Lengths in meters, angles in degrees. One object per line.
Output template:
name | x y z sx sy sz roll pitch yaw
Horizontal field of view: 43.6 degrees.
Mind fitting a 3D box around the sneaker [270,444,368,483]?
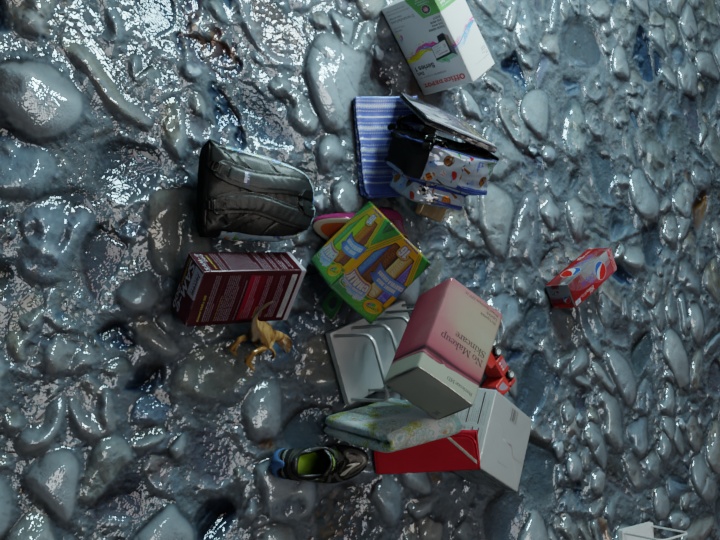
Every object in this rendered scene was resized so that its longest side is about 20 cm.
sneaker | -0.062 0.346 1.594 0.199 0.083 0.071 9 81 -40

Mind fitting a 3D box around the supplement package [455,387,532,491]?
supplement package | 0.246 0.337 1.810 0.200 0.111 0.156 41 60 -49

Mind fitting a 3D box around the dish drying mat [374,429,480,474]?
dish drying mat | 0.123 0.342 1.697 0.018 0.200 0.077 -11 95 -78

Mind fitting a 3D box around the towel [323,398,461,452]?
towel | 0.055 0.281 1.624 0.171 0.200 0.048 -10 98 -39

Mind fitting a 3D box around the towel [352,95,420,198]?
towel | 0.059 -0.242 1.759 0.145 0.024 0.200 -6 90 -25

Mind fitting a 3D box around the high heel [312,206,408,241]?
high heel | -0.008 -0.093 1.712 0.200 0.067 0.096 10 36 -29

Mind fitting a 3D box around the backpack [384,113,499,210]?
backpack | 0.154 -0.193 1.692 0.190 0.200 0.154 5 111 -19

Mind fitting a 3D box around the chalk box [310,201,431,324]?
chalk box | 0.000 0.000 1.623 0.200 0.125 0.124 -44 121 2

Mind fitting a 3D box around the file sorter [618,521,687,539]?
file sorter | 0.729 0.738 2.218 0.139 0.124 0.200 3 84 -41

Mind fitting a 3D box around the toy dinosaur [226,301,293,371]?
toy dinosaur | -0.172 0.105 1.508 0.106 0.060 0.200 -49 159 -7

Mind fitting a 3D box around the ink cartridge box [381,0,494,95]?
ink cartridge box | 0.156 -0.466 1.803 0.084 0.145 0.200 -44 115 -33

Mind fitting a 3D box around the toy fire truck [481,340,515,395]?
toy fire truck | 0.239 0.203 1.887 0.141 0.049 0.200 -46 116 -33

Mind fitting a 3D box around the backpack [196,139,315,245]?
backpack | -0.174 -0.120 1.509 0.200 0.154 0.163 3 82 -19

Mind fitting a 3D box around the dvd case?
dvd case | 0.162 -0.282 1.700 0.149 0.200 0.016 20 109 -20

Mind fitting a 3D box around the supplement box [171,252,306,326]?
supplement box | -0.199 0.029 1.484 0.200 0.061 0.109 -1 125 -41

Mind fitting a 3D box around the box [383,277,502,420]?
box | 0.147 0.136 1.573 0.128 0.109 0.200 36 53 -16

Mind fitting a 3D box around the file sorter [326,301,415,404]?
file sorter | 0.063 0.150 1.681 0.200 0.124 0.139 -21 99 -39

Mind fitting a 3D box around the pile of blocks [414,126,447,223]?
pile of blocks | 0.150 -0.195 1.825 0.082 0.062 0.200 -1 89 4

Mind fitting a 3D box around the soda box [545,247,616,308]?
soda box | 0.524 0.016 2.132 0.200 0.070 0.063 -34 108 -37
